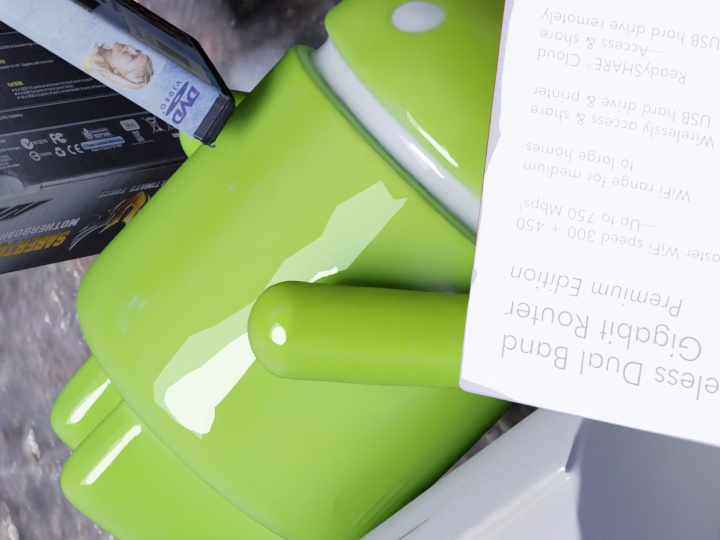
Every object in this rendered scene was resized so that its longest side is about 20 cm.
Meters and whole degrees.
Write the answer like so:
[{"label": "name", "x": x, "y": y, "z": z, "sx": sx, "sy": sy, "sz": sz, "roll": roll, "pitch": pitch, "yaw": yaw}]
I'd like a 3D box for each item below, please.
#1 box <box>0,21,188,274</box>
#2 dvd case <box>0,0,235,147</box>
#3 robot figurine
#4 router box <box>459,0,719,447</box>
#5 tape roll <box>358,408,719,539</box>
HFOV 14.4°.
[{"label": "box", "x": -0.163, "y": -0.068, "z": 0.911, "sx": 0.158, "sy": 0.200, "sz": 0.048, "roll": 52, "pitch": 125, "yaw": 18}, {"label": "dvd case", "x": -0.128, "y": -0.103, "z": 0.820, "sx": 0.200, "sy": 0.143, "sz": 0.018, "roll": 31, "pitch": 95, "yaw": -12}, {"label": "robot figurine", "x": 0.000, "y": 0.000, "z": 0.818, "sx": 0.116, "sy": 0.175, "sz": 0.200, "roll": 40, "pitch": 101, "yaw": -20}, {"label": "router box", "x": 0.129, "y": -0.045, "z": 0.587, "sx": 0.200, "sy": 0.049, "sz": 0.180, "roll": 11, "pitch": 102, "yaw": 24}, {"label": "tape roll", "x": 0.089, "y": 0.128, "z": 0.739, "sx": 0.139, "sy": 0.203, "sz": 0.203, "roll": -41, "pitch": 74, "yaw": 40}]
